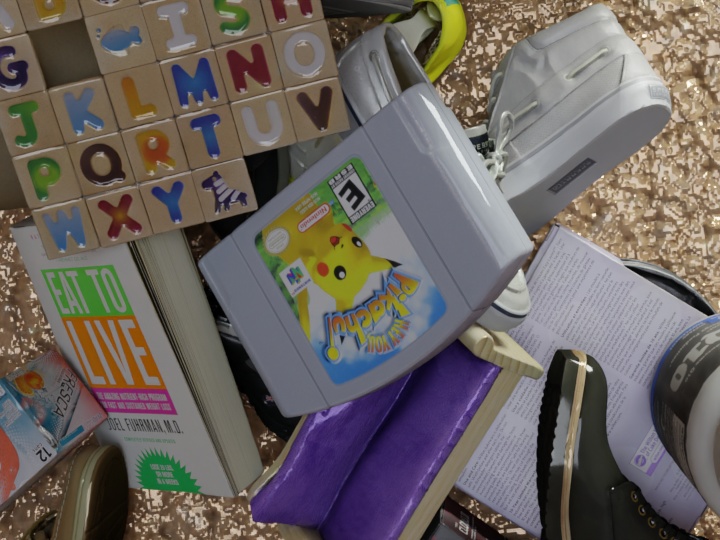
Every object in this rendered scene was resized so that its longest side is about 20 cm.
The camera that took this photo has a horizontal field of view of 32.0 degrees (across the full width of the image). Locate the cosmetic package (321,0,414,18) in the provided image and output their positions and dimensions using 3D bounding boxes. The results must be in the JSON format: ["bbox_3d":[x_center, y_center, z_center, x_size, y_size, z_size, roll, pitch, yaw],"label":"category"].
[{"bbox_3d":[-0.028,-0.269,0.805,0.106,0.089,0.203,8,97,47],"label":"cosmetic package"}]

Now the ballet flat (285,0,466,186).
[{"bbox_3d":[-0.010,-0.114,0.845,0.200,0.067,0.067,-43,88,9],"label":"ballet flat"}]

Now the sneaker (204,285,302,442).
[{"bbox_3d":[-0.064,0.073,0.867,0.197,0.076,0.089,16,103,5],"label":"sneaker"}]

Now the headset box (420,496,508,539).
[{"bbox_3d":[0.080,0.267,0.863,0.199,0.077,0.150,34,97,4],"label":"headset box"}]

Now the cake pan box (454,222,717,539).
[{"bbox_3d":[0.164,0.091,0.852,0.183,0.052,0.202,29,98,1],"label":"cake pan box"}]

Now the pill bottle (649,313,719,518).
[{"bbox_3d":[0.236,0.089,0.719,0.112,0.200,0.116,0,94,4],"label":"pill bottle"}]

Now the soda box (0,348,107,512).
[{"bbox_3d":[-0.267,0.142,0.872,0.200,0.068,0.064,-41,89,26],"label":"soda box"}]

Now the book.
[{"bbox_3d":[-0.151,0.052,0.842,0.132,0.048,0.202,-5,111,42],"label":"book"}]

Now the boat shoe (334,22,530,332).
[{"bbox_3d":[0.059,-0.064,0.766,0.086,0.074,0.203,-35,84,30],"label":"boat shoe"}]

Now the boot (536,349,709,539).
[{"bbox_3d":[0.179,0.151,0.783,0.136,0.078,0.203,1,101,4],"label":"boot"}]

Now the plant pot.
[{"bbox_3d":[-0.206,-0.129,0.821,0.133,0.200,0.203,9,97,-23],"label":"plant pot"}]

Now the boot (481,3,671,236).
[{"bbox_3d":[0.106,-0.089,0.842,0.199,0.073,0.096,-35,61,20],"label":"boot"}]

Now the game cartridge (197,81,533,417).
[{"bbox_3d":[0.000,0.000,0.750,0.199,0.040,0.134,-37,83,30],"label":"game cartridge"}]

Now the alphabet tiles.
[{"bbox_3d":[-0.111,-0.104,0.719,0.197,0.008,0.169,-13,113,3],"label":"alphabet tiles"}]

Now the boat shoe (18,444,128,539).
[{"bbox_3d":[-0.211,0.208,0.882,0.066,0.074,0.203,17,110,11],"label":"boat shoe"}]

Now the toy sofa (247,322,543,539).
[{"bbox_3d":[0.018,0.111,0.805,0.097,0.083,0.202,23,103,-35],"label":"toy sofa"}]

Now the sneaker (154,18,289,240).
[{"bbox_3d":[-0.105,-0.092,0.805,0.074,0.106,0.202,31,132,34],"label":"sneaker"}]
